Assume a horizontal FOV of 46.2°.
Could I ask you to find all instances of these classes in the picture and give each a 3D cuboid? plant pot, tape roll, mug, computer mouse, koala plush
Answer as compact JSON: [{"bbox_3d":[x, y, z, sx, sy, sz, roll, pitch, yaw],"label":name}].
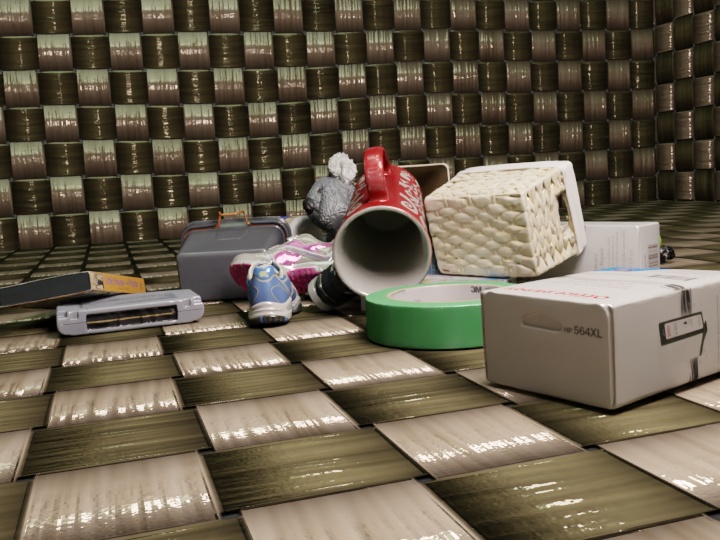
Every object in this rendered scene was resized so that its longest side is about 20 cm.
[{"bbox_3d":[0.100,-0.129,1.996,0.195,0.205,0.177,-4,-5,-9],"label":"plant pot"},{"bbox_3d":[0.103,0.049,0.991,0.196,0.049,0.200,-3,7,0],"label":"tape roll"},{"bbox_3d":[0.043,-0.083,1.183,0.131,0.180,0.201,20,25,-5],"label":"mug"},{"bbox_3d":[0.495,-0.017,1.476,0.197,0.035,0.058,-3,-21,-39],"label":"computer mouse"},{"bbox_3d":[-0.033,-0.093,1.493,0.180,0.180,0.201,0,38,-29],"label":"koala plush"}]

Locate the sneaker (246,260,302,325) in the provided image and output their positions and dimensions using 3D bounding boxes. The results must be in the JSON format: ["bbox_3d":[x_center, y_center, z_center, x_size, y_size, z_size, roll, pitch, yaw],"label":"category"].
[{"bbox_3d":[-0.121,0.025,1.190,0.074,0.079,0.200,-5,5,-4],"label":"sneaker"}]

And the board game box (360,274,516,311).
[{"bbox_3d":[0.114,0.030,1.206,0.196,0.035,0.134,-1,7,22],"label":"board game box"}]

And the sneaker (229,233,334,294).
[{"bbox_3d":[-0.106,-0.009,1.327,0.195,0.082,0.089,2,48,-4],"label":"sneaker"}]

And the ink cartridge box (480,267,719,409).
[{"bbox_3d":[0.223,0.050,0.742,0.197,0.086,0.145,-9,8,-35],"label":"ink cartridge box"}]

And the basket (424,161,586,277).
[{"bbox_3d":[0.203,-0.071,1.213,0.198,0.138,0.122,1,22,46],"label":"basket"}]

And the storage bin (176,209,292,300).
[{"bbox_3d":[-0.217,-0.019,1.421,0.195,0.149,0.135,-3,16,3],"label":"storage bin"}]

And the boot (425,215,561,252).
[{"bbox_3d":[0.225,-0.065,1.433,0.198,0.067,0.175,-30,61,-34],"label":"boot"}]

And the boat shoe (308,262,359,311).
[{"bbox_3d":[0.000,0.000,1.251,0.060,0.076,0.200,-36,4,36],"label":"boat shoe"}]

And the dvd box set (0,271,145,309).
[{"bbox_3d":[-0.426,0.032,1.265,0.143,0.030,0.200,-11,-5,7],"label":"dvd box set"}]

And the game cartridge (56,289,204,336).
[{"bbox_3d":[-0.330,0.058,1.203,0.196,0.041,0.133,-6,10,-20],"label":"game cartridge"}]

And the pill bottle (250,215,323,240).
[{"bbox_3d":[-0.178,-0.043,1.626,0.197,0.123,0.119,1,7,33],"label":"pill bottle"}]

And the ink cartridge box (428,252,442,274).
[{"bbox_3d":[0.177,-0.036,1.533,0.195,0.086,0.145,-4,6,-15],"label":"ink cartridge box"}]

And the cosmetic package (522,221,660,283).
[{"bbox_3d":[0.334,-0.020,1.238,0.073,0.104,0.198,-8,7,-44],"label":"cosmetic package"}]
